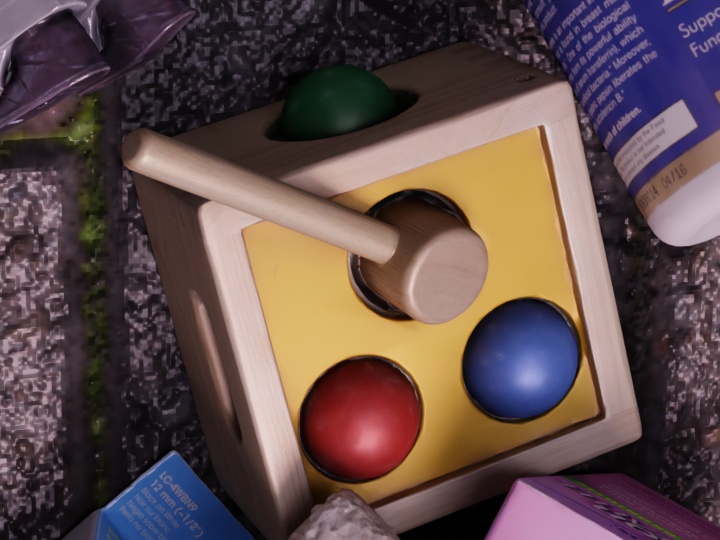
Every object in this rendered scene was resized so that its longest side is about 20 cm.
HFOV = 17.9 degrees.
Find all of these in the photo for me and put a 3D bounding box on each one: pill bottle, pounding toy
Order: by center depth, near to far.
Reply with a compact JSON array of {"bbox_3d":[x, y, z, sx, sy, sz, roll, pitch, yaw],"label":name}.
[{"bbox_3d":[0.119,-0.120,0.883,0.116,0.116,0.200,-27,80,-12],"label":"pill bottle"},{"bbox_3d":[0.000,0.000,0.892,0.184,0.142,0.200,-20,111,-16],"label":"pounding toy"}]

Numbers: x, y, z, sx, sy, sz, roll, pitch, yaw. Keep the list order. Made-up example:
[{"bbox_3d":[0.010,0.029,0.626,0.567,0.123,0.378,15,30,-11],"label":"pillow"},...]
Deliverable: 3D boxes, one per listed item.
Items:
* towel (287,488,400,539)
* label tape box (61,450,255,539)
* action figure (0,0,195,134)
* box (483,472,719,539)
[{"bbox_3d":[-0.028,0.194,0.855,0.200,0.133,0.034,-51,155,15],"label":"towel"},{"bbox_3d":[-0.104,0.196,0.949,0.200,0.066,0.143,-41,115,-5],"label":"label tape box"},{"bbox_3d":[-0.144,-0.151,0.796,0.069,0.130,0.200,-29,92,30],"label":"action figure"},{"bbox_3d":[0.087,0.182,0.939,0.097,0.200,0.176,29,95,17],"label":"box"}]
